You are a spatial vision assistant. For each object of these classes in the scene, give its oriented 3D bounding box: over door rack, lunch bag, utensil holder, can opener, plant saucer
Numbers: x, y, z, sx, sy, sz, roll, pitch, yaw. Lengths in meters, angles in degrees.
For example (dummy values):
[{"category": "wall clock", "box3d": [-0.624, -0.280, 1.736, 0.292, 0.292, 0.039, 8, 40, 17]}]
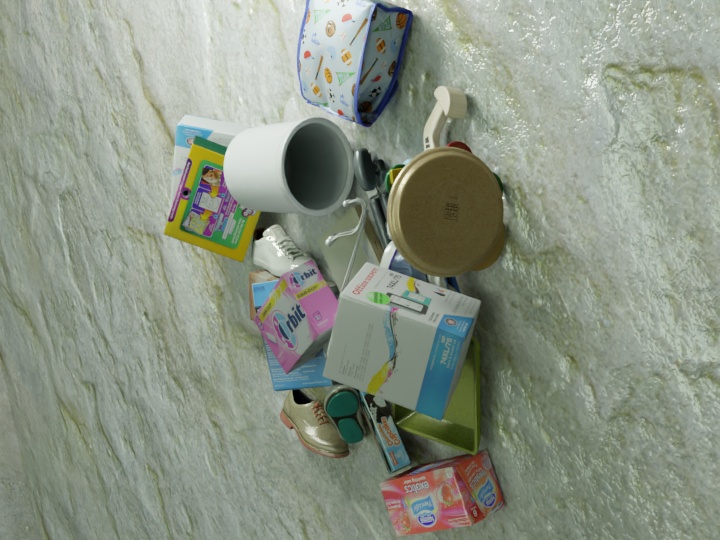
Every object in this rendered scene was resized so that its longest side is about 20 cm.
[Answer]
[{"category": "over door rack", "box3d": [-0.027, -0.022, 1.604, 0.065, 0.148, 0.204, 6, 96, 2]}, {"category": "lunch bag", "box3d": [-0.018, -0.360, 1.576, 0.169, 0.123, 0.204, 29, 112, 40]}, {"category": "utensil holder", "box3d": [-0.136, -0.188, 1.717, 0.198, 0.168, 0.174, 5, 103, 49]}, {"category": "can opener", "box3d": [0.032, -0.112, 1.627, 0.052, 0.066, 0.203, -23, 86, 47]}, {"category": "plant saucer", "box3d": [0.136, 0.186, 1.590, 0.198, 0.047, 0.204, 11, 107, 46]}]

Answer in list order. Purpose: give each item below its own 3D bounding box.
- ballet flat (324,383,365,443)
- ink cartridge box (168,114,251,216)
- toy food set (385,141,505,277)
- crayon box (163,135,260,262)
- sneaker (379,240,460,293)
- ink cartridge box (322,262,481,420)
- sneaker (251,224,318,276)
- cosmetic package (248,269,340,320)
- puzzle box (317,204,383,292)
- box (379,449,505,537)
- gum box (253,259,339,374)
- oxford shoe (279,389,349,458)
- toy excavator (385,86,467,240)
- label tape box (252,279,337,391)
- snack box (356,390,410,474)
[{"category": "ballet flat", "box3d": [-0.031, 0.249, 1.732, 0.069, 0.069, 0.201, 43, 161, 33]}, {"category": "ink cartridge box", "box3d": [-0.307, -0.200, 1.917, 0.085, 0.142, 0.204, -86, 7, -67]}, {"category": "toy food set", "box3d": [0.131, -0.091, 1.423, 0.049, 0.196, 0.202, -163, 64, -73]}, {"category": "crayon box", "box3d": [-0.280, -0.140, 1.865, 0.059, 0.170, 0.203, -97, 29, -65]}, {"category": "sneaker", "box3d": [0.094, 0.061, 1.534, 0.144, 0.080, 0.204, 20, 107, 25]}, {"category": "ink cartridge box", "box3d": [0.064, 0.105, 1.444, 0.197, 0.147, 0.148, 18, 114, 11]}, {"category": "sneaker", "box3d": [-0.157, -0.041, 1.847, 0.198, 0.072, 0.086, 17, 115, 47]}, {"category": "cosmetic package", "box3d": [-0.128, 0.064, 1.830, 0.198, 0.086, 0.106, 13, 108, 46]}, {"category": "puzzle box", "box3d": [0.000, 0.000, 1.716, 0.133, 0.025, 0.203, -38, 71, 46]}, {"category": "box", "box3d": [0.137, 0.383, 1.602, 0.199, 0.094, 0.104, -26, 81, 48]}, {"category": "gum box", "box3d": [-0.106, 0.084, 1.581, 0.114, 0.066, 0.200, 56, 148, 11]}, {"category": "oxford shoe", "box3d": [-0.091, 0.301, 1.863, 0.199, 0.070, 0.076, 30, 116, 39]}, {"category": "toy excavator", "box3d": [0.111, -0.166, 1.503, 0.194, 0.098, 0.204, -37, 57, 54]}, {"category": "label tape box", "box3d": [-0.111, 0.111, 1.709, 0.141, 0.066, 0.204, -9, 94, 35]}, {"category": "snack box", "box3d": [0.031, 0.264, 1.695, 0.116, 0.037, 0.203, 99, 148, -75]}]
